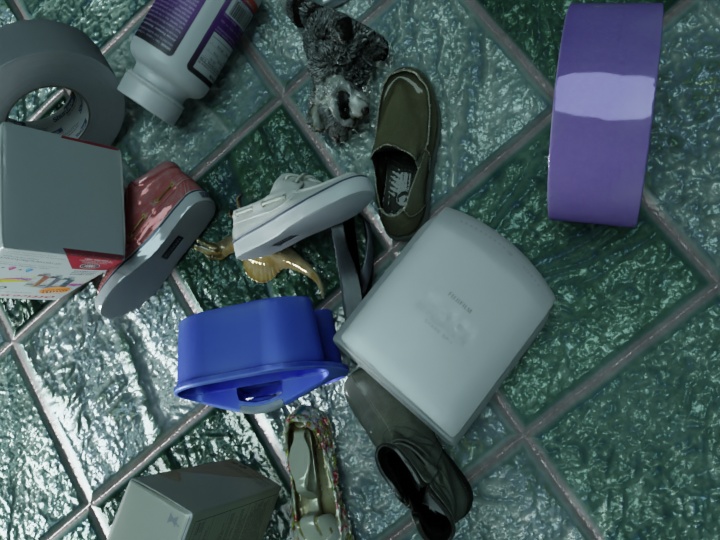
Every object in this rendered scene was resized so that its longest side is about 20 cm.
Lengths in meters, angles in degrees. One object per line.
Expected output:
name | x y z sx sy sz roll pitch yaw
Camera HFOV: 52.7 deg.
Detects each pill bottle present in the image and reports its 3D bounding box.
pill bottle | -0.219 -0.291 0.915 0.110 0.111 0.202 33 91 20

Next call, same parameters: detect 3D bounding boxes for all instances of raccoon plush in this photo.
raccoon plush | -0.047 -0.243 0.884 0.200 0.095 0.136 43 111 49

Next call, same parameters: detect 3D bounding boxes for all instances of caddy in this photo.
caddy | -0.109 0.102 0.795 0.195 0.141 0.108 -12 72 16

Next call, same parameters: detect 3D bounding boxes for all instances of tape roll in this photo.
tape roll | -0.401 -0.208 0.911 0.200 0.200 0.067 -42 64 7
tape roll | 0.232 -0.147 0.693 0.083 0.200 0.205 6 82 19

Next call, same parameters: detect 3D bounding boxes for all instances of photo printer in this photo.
photo printer | 0.093 0.048 0.749 0.166 0.070 0.201 40 80 8

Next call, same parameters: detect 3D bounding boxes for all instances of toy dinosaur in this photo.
toy dinosaur | -0.107 -0.033 0.873 0.196 0.058 0.104 15 100 27

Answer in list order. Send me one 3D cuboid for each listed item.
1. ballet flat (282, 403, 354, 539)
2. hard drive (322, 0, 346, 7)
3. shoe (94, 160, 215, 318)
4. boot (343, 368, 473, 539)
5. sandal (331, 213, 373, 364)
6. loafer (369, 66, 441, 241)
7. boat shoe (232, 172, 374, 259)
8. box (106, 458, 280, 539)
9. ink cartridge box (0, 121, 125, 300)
ballet flat | -0.053 0.249 0.791 0.074 0.064 0.205 -17 76 14
hard drive | 0.023 -0.430 0.904 0.196 0.027 0.135 -24 74 13
shoe | -0.275 -0.041 0.915 0.091 0.071 0.201 42 92 24
boot | 0.041 0.176 0.736 0.068 0.130 0.201 -42 71 6
sandal | 0.000 0.000 0.817 0.042 0.076 0.206 -8 88 9
loafer | 0.050 -0.139 0.820 0.073 0.070 0.206 -3 80 17
boat shoe | -0.069 -0.071 0.775 0.198 0.071 0.067 -24 77 43
box | -0.167 0.262 0.753 0.076 0.200 0.097 21 87 20
ink cartridge box | -0.397 -0.059 0.880 0.198 0.143 0.148 -21 71 42
